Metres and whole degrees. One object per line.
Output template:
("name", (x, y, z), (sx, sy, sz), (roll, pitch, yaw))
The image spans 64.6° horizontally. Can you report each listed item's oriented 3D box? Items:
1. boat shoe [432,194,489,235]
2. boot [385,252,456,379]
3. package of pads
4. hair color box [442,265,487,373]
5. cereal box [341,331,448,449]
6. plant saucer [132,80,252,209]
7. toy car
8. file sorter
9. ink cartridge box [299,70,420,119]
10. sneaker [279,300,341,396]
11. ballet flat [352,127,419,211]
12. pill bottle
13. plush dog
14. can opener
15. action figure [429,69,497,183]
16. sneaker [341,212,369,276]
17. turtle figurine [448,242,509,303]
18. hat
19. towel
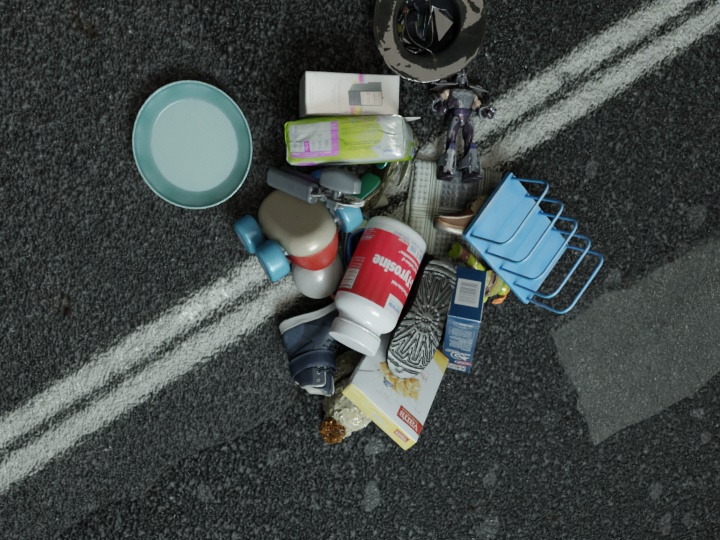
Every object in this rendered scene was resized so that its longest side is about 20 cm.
("boat shoe", (0.219, -0.101, 1.046), (0.193, 0.075, 0.075), (-3, 98, -24))
("boot", (0.096, 0.073, 0.992), (0.077, 0.158, 0.217), (26, 89, -9))
("package of pads", (-0.014, -0.208, 0.919), (0.192, 0.154, 0.071), (-1, 99, 10))
("hair color box", (0.184, 0.093, 1.030), (0.058, 0.203, 0.103), (10, 57, 11))
("cereal box", (0.066, 0.180, 0.975), (0.143, 0.201, 0.040), (40, 130, -4))
("plant saucer", (-0.279, -0.209, 0.956), (0.192, 0.036, 0.208), (-2, 103, -11))
("toy car", (-0.091, -0.028, 0.997), (0.181, 0.176, 0.204), (-33, 136, -17))
("file sorter", (0.304, -0.043, 0.986), (0.199, 0.122, 0.140), (42, 85, -26))
("ink cartridge box", (-0.003, -0.288, 0.955), (0.192, 0.117, 0.070), (-1, 101, -12))
("sneaker", (-0.039, 0.133, 0.992), (0.196, 0.150, 0.077), (-22, 149, 9))
("ballet flat", (0.042, -0.166, 1.025), (0.075, 0.068, 0.203), (35, 92, -37))
("pill bottle", (0.025, 0.026, 0.928), (0.110, 0.112, 0.206), (28, 75, -17))
("plush dog", (-0.012, 0.222, 1.037), (0.198, 0.172, 0.162), (-39, 107, 0))
("can opener", (-0.071, -0.144, 0.904), (0.052, 0.196, 0.069), (-15, 122, -47))
("action figure", (0.181, -0.263, 1.016), (0.125, 0.069, 0.209), (2, 88, -7))
("sneaker", (0.000, 0.000, 1.039), (0.071, 0.082, 0.208), (-9, 106, -11))
("turtle figurine", (0.224, 0.023, 1.074), (0.157, 0.065, 0.203), (19, 119, -23))
("hat", (0.114, -0.417, 0.974), (0.192, 0.081, 0.209), (-1, 100, -3))
("towel", (0.172, -0.098, 1.085), (0.185, 0.034, 0.208), (4, 99, -16))
